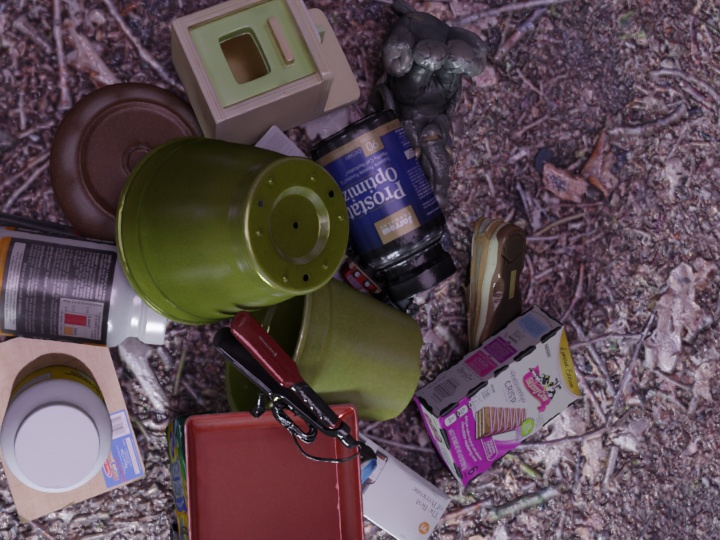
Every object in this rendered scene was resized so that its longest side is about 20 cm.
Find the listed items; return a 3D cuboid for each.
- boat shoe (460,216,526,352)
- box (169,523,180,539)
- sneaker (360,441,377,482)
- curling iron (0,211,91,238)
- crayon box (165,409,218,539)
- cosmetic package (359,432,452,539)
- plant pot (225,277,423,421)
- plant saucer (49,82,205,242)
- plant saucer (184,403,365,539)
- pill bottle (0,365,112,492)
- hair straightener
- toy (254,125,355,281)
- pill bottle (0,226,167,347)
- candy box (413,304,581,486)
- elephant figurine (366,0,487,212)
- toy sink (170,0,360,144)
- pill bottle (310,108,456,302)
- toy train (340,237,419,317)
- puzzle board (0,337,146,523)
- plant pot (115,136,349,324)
[{"bbox_3d":[0.161,0.030,1.280,0.071,0.076,0.204,-11,116,-42],"label":"boat shoe"},{"bbox_3d":[-0.134,0.379,1.214,0.196,0.036,0.146,2,90,-15],"label":"box"},{"bbox_3d":[-0.052,0.282,1.184,0.200,0.079,0.090,-45,123,4],"label":"sneaker"},{"bbox_3d":[-0.325,-0.048,1.150,0.196,0.026,0.051,7,84,-17],"label":"curling iron"},{"bbox_3d":[-0.176,0.266,1.126,0.051,0.126,0.204,-7,79,-18],"label":"crayon box"},{"bbox_3d":[0.011,0.259,1.247,0.199,0.051,0.083,36,83,-14],"label":"cosmetic package"},{"bbox_3d":[-0.033,0.091,1.171,0.182,0.199,0.204,17,87,-27],"label":"plant pot"},{"bbox_3d":[-0.251,-0.120,1.150,0.196,0.037,0.205,3,83,-21],"label":"plant saucer"},{"bbox_3d":[-0.092,0.249,1.068,0.196,0.037,0.205,-1,84,-26],"label":"plant saucer"},{"bbox_3d":[-0.315,0.165,1.051,0.110,0.200,0.115,-1,92,-17],"label":"pill bottle"},{"bbox_3d":[-0.077,0.130,1.039,0.200,0.077,0.041,44,39,-15],"label":"hair straightener"},{"bbox_3d":[-0.077,-0.068,1.207,0.115,0.047,0.200,-47,120,1],"label":"toy"},{"bbox_3d":[-0.307,0.022,1.102,0.196,0.116,0.119,9,89,-11],"label":"pill bottle"},{"bbox_3d":[0.175,0.156,1.261,0.198,0.061,0.138,-35,130,-14],"label":"candy box"},{"bbox_3d":[0.069,-0.194,1.221,0.139,0.156,0.203,17,127,13],"label":"elephant figurine"},{"bbox_3d":[-0.101,-0.239,1.150,0.197,0.112,0.132,-22,80,-15],"label":"toy sink"},{"bbox_3d":[0.032,-0.072,1.160,0.110,0.112,0.203,-27,94,-14],"label":"pill bottle"},{"bbox_3d":[0.000,0.000,1.222,0.046,0.034,0.200,-40,121,9],"label":"toy train"},{"bbox_3d":[-0.344,0.167,1.155,0.148,0.017,0.204,-18,97,-17],"label":"puzzle board"},{"bbox_3d":[-0.117,-0.042,1.024,0.198,0.191,0.205,-1,91,-39],"label":"plant pot"}]
